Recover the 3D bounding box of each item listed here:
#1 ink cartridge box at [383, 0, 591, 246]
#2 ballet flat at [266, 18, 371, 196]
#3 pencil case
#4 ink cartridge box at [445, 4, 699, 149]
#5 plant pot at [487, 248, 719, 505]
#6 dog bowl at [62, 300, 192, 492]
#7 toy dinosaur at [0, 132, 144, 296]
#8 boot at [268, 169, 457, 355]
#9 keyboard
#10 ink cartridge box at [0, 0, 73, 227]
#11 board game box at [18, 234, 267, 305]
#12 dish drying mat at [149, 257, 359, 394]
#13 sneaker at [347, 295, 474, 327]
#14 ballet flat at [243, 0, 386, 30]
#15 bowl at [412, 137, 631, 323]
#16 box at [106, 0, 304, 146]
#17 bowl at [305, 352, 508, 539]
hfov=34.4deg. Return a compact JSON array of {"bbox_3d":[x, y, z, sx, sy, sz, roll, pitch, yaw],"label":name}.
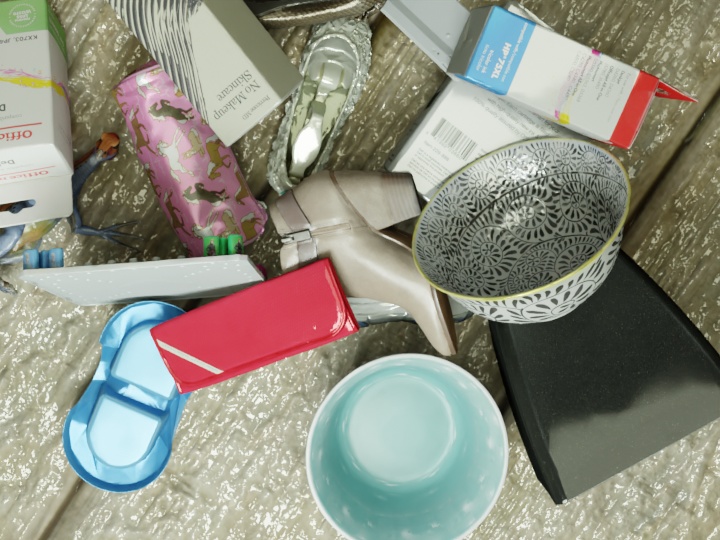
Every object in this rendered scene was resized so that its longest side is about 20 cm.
[{"bbox_3d":[0.138,-0.138,1.137,0.145,0.084,0.201,36,95,-7],"label":"ink cartridge box"},{"bbox_3d":[-0.036,-0.163,1.136,0.071,0.072,0.202,18,97,-5],"label":"ballet flat"},{"bbox_3d":[-0.165,-0.110,1.130,0.082,0.086,0.202,-17,102,43],"label":"pencil case"},{"bbox_3d":[0.184,-0.164,1.032,0.198,0.116,0.068,22,99,-8],"label":"ink cartridge box"},{"bbox_3d":[0.226,0.089,1.130,0.198,0.200,0.179,-28,87,2],"label":"plant pot"},{"bbox_3d":[-0.224,0.123,1.178,0.110,0.050,0.202,23,96,-6],"label":"dog bowl"},{"bbox_3d":[-0.313,-0.068,1.129,0.198,0.105,0.183,24,79,4],"label":"toy dinosaur"},{"bbox_3d":[0.000,0.000,1.107,0.144,0.070,0.202,-15,96,8],"label":"boot"},{"bbox_3d":[0.043,-0.265,1.111,0.056,0.011,0.200,-44,73,2],"label":"keyboard"},{"bbox_3d":[-0.332,-0.145,1.078,0.116,0.067,0.202,-9,69,-1],"label":"ink cartridge box"},{"bbox_3d":[-0.191,0.002,1.083,0.197,0.200,0.026,-4,80,2],"label":"board game box"},{"bbox_3d":[-0.103,0.056,1.108,0.198,0.018,0.078,-21,100,19],"label":"dish drying mat"},{"bbox_3d":[0.016,0.014,1.172,0.197,0.075,0.088,-2,82,-5],"label":"sneaker"},{"bbox_3d":[-0.069,-0.249,1.113,0.197,0.068,0.047,-8,137,13],"label":"ballet flat"},{"bbox_3d":[0.155,-0.017,1.040,0.199,0.201,0.095,-29,128,2],"label":"bowl"},{"bbox_3d":[-0.148,-0.221,1.063,0.082,0.068,0.200,-35,100,29],"label":"box"},{"bbox_3d":[0.044,0.171,1.170,0.198,0.105,0.204,0,99,-2],"label":"bowl"}]
